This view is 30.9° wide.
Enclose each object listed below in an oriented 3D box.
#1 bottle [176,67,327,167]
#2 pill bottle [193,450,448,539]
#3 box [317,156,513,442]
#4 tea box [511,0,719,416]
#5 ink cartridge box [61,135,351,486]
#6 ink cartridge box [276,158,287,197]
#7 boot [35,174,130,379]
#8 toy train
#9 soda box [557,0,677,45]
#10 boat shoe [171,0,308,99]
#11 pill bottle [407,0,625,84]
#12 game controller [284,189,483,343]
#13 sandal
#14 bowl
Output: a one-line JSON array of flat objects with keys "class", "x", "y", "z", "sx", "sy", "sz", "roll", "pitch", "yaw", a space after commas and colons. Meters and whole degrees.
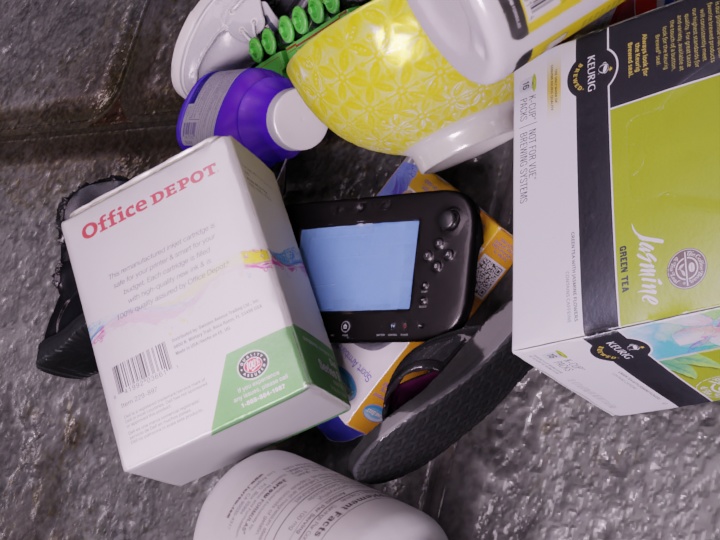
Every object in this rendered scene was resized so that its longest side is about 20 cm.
[{"class": "bottle", "x": -0.088, "y": -0.123, "z": 1.063, "sx": 0.200, "sy": 0.065, "sz": 0.084, "roll": 11, "pitch": 78, "yaw": 62}, {"class": "pill bottle", "x": -0.005, "y": 0.195, "z": 0.825, "sx": 0.200, "sy": 0.114, "sz": 0.115, "roll": 16, "pitch": 79, "yaw": 44}, {"class": "box", "x": 0.016, "y": 0.025, "z": 0.951, "sx": 0.200, "sy": 0.041, "sz": 0.119, "roll": -51, "pitch": 45, "yaw": 4}, {"class": "tea box", "x": 0.203, "y": -0.040, "z": 0.760, "sx": 0.196, "sy": 0.133, "sz": 0.201, "roll": -15, "pitch": 59, "yaw": 35}, {"class": "ink cartridge box", "x": -0.110, "y": 0.028, "z": 0.913, "sx": 0.145, "sy": 0.087, "sz": 0.201, "roll": -26, "pitch": 67, "yaw": 13}, {"class": "ink cartridge box", "x": -0.107, "y": 0.009, "z": 1.027, "sx": 0.039, "sy": 0.099, "sz": 0.201, "roll": 20, "pitch": 76, "yaw": 1}, {"class": "boot", "x": -0.212, "y": -0.008, "z": 1.125, "sx": 0.200, "sy": 0.076, "sz": 0.169, "roll": -24, "pitch": 55, "yaw": 48}, {"class": "toy train", "x": -0.039, "y": -0.185, "z": 1.054, "sx": 0.200, "sy": 0.042, "sz": 0.057, "roll": -11, "pitch": 97, "yaw": 64}, {"class": "soda box", "x": 0.186, "y": -0.209, "z": 0.888, "sx": 0.063, "sy": 0.070, "sz": 0.201, "roll": 9, "pitch": 65, "yaw": 43}, {"class": "boat shoe", "x": -0.090, "y": -0.228, "z": 1.163, "sx": 0.200, "sy": 0.072, "sz": 0.068, "roll": -49, "pitch": 44, "yaw": -4}, {"class": "pill bottle", "x": 0.128, "y": -0.209, "z": 0.786, "sx": 0.200, "sy": 0.115, "sz": 0.114, "roll": -33, "pitch": 45, "yaw": -10}, {"class": "game controller", "x": 0.000, "y": 0.000, "z": 0.923, "sx": 0.199, "sy": 0.042, "sz": 0.105, "roll": -3, "pitch": 66, "yaw": 40}, {"class": "sandal", "x": 0.067, "y": 0.063, "z": 0.856, "sx": 0.200, "sy": 0.075, "sz": 0.048, "roll": -42, "pitch": 55, "yaw": -3}, {"class": "bowl", "x": 0.059, "y": -0.133, "z": 0.924, "sx": 0.200, "sy": 0.200, "sz": 0.108, "roll": -26, "pitch": 86, "yaw": 28}]
